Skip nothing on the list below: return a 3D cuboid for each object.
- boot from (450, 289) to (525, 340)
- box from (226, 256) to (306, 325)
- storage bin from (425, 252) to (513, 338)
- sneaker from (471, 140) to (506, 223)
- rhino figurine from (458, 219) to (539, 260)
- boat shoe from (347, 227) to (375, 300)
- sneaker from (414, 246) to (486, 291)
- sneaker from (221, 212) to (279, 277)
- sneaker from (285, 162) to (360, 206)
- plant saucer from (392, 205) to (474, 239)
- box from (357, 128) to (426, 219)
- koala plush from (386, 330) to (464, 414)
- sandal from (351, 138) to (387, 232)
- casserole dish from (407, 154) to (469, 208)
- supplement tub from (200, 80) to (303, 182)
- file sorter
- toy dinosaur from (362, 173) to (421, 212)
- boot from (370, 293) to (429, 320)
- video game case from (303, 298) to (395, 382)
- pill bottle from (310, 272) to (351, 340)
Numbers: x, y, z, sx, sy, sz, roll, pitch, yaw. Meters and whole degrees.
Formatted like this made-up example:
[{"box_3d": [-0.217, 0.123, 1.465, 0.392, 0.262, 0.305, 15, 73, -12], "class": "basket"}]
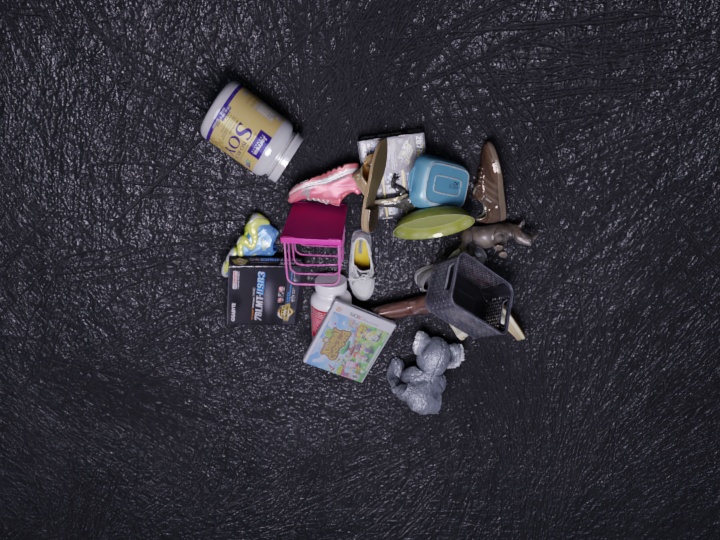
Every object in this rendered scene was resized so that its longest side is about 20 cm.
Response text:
[{"box_3d": [0.336, 0.143, 1.441, 0.154, 0.072, 0.200, -41, 101, 19], "class": "boot"}, {"box_3d": [-0.251, 0.057, 1.400, 0.195, 0.050, 0.203, 1, 126, -18], "class": "box"}, {"box_3d": [0.263, 0.065, 1.279, 0.198, 0.137, 0.093, 30, 152, -26], "class": "storage bin"}, {"box_3d": [0.300, -0.204, 1.269, 0.074, 0.071, 0.203, -12, 115, 10], "class": "sneaker"}, {"box_3d": [0.339, -0.081, 1.312, 0.196, 0.089, 0.060, -8, 146, 13], "class": "rhino figurine"}, {"box_3d": [0.005, -0.001, 1.377, 0.073, 0.086, 0.205, 3, 117, 1], "class": "boat shoe"}, {"box_3d": [0.236, 0.007, 1.372, 0.198, 0.082, 0.075, -28, 113, 16], "class": "sneaker"}, {"box_3d": [-0.280, -0.046, 1.375, 0.104, 0.076, 0.201, 30, 114, -13], "class": "sneaker"}, {"box_3d": [-0.086, -0.189, 1.282, 0.197, 0.074, 0.088, -20, 98, 12], "class": "sneaker"}, {"box_3d": [0.174, -0.116, 1.276, 0.196, 0.200, 0.032, -7, 79, 6], "class": "plant saucer"}, {"box_3d": [0.083, -0.228, 1.280, 0.158, 0.049, 0.203, -6, 117, 7], "class": "box"}, {"box_3d": [0.189, 0.272, 1.471, 0.175, 0.184, 0.203, 23, 104, -10], "class": "koala plush"}, {"box_3d": [0.009, -0.199, 1.229, 0.069, 0.077, 0.216, 13, 105, 23], "class": "sandal"}, {"box_3d": [0.189, -0.198, 1.230, 0.198, 0.038, 0.124, 3, 101, -43], "class": "casserole dish"}, {"box_3d": [-0.242, -0.309, 1.201, 0.198, 0.146, 0.146, 34, 114, -13], "class": "supplement tub"}, {"box_3d": [-0.106, -0.067, 1.288, 0.136, 0.201, 0.127, 2, 121, 2], "class": "file sorter"}, {"box_3d": [0.105, -0.177, 1.256, 0.196, 0.048, 0.089, 6, 125, 1], "class": "toy dinosaur"}, {"box_3d": [0.118, 0.097, 1.383, 0.196, 0.186, 0.066, -9, 77, 7], "class": "boot"}, {"box_3d": [-0.030, 0.188, 1.392, 0.180, 0.022, 0.202, 22, 112, -18], "class": "video game case"}, {"box_3d": [-0.078, 0.114, 1.424, 0.110, 0.113, 0.203, 2, 117, 2], "class": "pill bottle"}]
